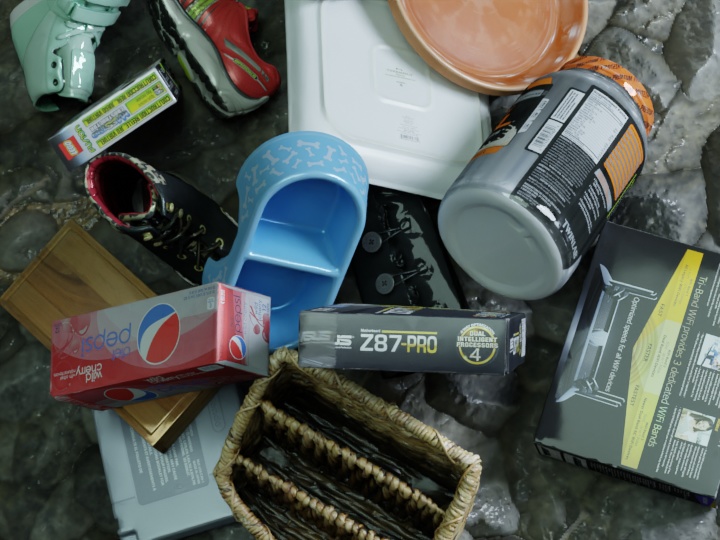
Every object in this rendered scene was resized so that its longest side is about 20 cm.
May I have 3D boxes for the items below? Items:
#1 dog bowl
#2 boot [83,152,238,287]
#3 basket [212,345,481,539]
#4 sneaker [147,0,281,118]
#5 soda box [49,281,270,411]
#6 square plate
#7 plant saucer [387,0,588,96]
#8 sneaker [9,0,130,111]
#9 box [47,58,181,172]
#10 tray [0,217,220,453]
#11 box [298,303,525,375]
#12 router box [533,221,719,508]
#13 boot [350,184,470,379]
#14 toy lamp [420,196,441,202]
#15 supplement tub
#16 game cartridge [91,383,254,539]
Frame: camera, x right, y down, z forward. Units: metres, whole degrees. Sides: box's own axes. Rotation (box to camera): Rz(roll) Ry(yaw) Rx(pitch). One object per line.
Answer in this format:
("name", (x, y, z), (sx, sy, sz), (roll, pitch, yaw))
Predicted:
("dog bowl", (-0.059, -0.017, 1.630), (0.111, 0.201, 0.050), (12, 30, -19))
("boot", (-0.142, -0.020, 1.698), (0.204, 0.154, 0.074), (44, 97, 19))
("basket", (-0.018, 0.178, 1.603), (0.199, 0.149, 0.143), (31, 75, 9))
("sneaker", (-0.136, -0.227, 1.816), (0.084, 0.077, 0.201), (-24, 70, -17))
("soda box", (-0.165, 0.063, 1.613), (0.199, 0.063, 0.071), (-13, 69, 38))
("square plate", (0.031, -0.158, 1.694), (0.199, 0.028, 0.199), (11, 57, -23))
("plant saucer", (0.107, -0.246, 1.731), (0.199, 0.032, 0.202), (9, 69, -24))
("sneaker", (-0.237, -0.219, 1.790), (0.200, 0.073, 0.119), (-33, 64, 40))
("box", (-0.211, -0.138, 1.731), (0.110, 0.200, 0.035), (-33, 99, 2))
("tray", (-0.212, 0.055, 1.722), (0.200, 0.037, 0.099), (40, 85, 20))
("box", (0.045, 0.054, 1.561), (0.160, 0.200, 0.050), (1, 91, 9))
("router box", (0.247, 0.076, 1.645), (0.156, 0.052, 0.201), (17, 78, 15))
("boot", (0.001, 0.000, 1.717), (0.164, 0.066, 0.201), (-25, 84, 29))
("toy lamp", (0.044, -0.156, 1.754), (0.058, 0.058, 0.201), (-17, 71, 7))
("supplement tub", (0.159, -0.081, 1.644), (0.122, 0.123, 0.200), (26, 52, 17))
("game cartridge", (-0.164, 0.132, 1.726), (0.132, 0.040, 0.201), (-18, 71, 10))
